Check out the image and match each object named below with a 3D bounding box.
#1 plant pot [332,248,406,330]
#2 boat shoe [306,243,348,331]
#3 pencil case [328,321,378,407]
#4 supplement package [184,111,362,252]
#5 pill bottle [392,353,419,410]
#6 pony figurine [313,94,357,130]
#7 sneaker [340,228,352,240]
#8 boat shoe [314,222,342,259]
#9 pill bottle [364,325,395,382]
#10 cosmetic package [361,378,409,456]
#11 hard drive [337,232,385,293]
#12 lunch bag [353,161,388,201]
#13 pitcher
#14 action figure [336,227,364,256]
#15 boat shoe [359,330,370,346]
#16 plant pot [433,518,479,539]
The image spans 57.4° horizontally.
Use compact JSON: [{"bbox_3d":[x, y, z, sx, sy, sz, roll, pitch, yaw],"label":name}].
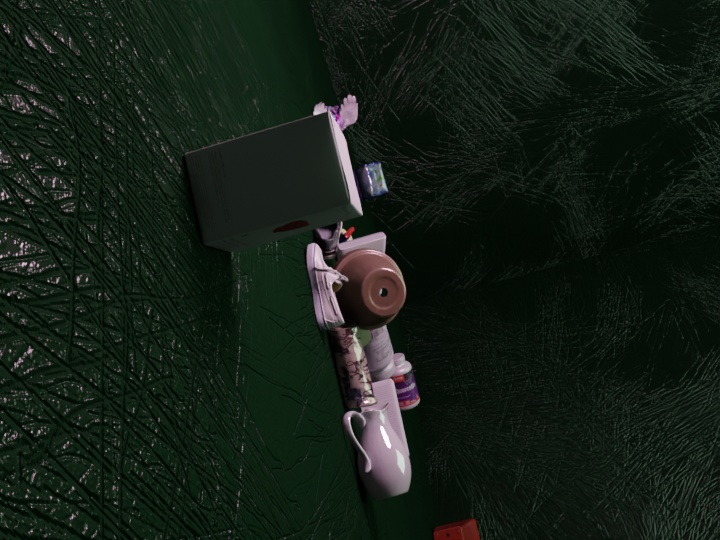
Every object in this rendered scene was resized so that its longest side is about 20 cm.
[{"bbox_3d":[0.030,0.046,1.574,0.174,0.196,0.205,-179,-106,-75],"label":"plant pot"},{"bbox_3d":[-0.067,0.028,1.477,0.075,0.084,0.206,62,16,-66],"label":"boat shoe"},{"bbox_3d":[-0.016,0.227,1.545,0.089,0.076,0.205,-7,82,-62],"label":"pencil case"},{"bbox_3d":[-0.109,-0.110,0.865,0.121,0.195,0.123,23,52,-81],"label":"supplement package"},{"bbox_3d":[0.156,0.429,2.539,0.113,0.110,0.205,-76,151,-77],"label":"pill bottle"},{"bbox_3d":[-0.091,-0.520,2.339,0.200,0.163,0.197,-126,-156,-62],"label":"pony figurine"},{"bbox_3d":[-0.043,-0.035,1.982,0.203,0.074,0.076,68,10,25],"label":"sneaker"},{"bbox_3d":[-0.087,-0.122,1.699,0.067,0.073,0.202,86,6,-47],"label":"boat shoe"},{"bbox_3d":[0.031,0.209,1.855,0.114,0.111,0.203,-94,169,-60],"label":"pill bottle"},{"bbox_3d":[0.061,0.404,1.759,0.071,0.099,0.205,59,19,-72],"label":"cosmetic package"},{"bbox_3d":[0.000,0.000,1.723,0.026,0.129,0.203,-125,-153,-42],"label":"hard drive"},{"bbox_3d":[0.039,-0.462,3.444,0.199,0.125,0.174,-8,-83,67],"label":"lunch bag"},{"bbox_3d":[0.031,0.411,1.485,0.170,0.120,0.204,5,65,-53],"label":"pitcher"},{"bbox_3d":[-0.048,-0.065,1.781,0.065,0.052,0.200,38,-18,-9],"label":"action figure"},{"bbox_3d":[-0.042,0.105,1.688,0.063,0.073,0.204,9,-50,57],"label":"boat shoe"},{"bbox_3d":[0.423,1.227,2.931,0.176,0.196,0.204,43,31,-57],"label":"plant pot"}]
